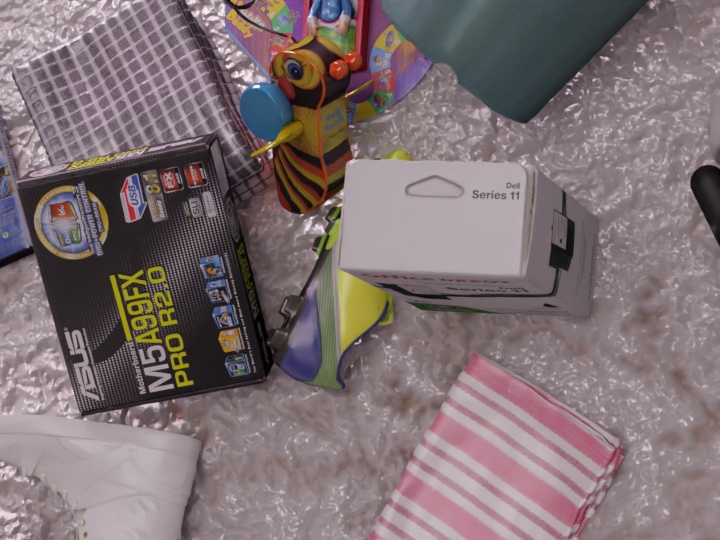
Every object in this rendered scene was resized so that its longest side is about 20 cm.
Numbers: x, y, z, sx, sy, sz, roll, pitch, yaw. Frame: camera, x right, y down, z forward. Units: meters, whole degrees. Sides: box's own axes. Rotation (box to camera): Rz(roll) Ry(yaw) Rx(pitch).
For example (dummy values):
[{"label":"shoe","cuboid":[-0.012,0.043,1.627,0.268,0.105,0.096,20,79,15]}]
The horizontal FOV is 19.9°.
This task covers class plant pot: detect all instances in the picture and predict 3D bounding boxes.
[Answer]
[{"label":"plant pot","cuboid":[0.131,-0.231,1.551,0.200,0.200,0.196,44,105,21]}]

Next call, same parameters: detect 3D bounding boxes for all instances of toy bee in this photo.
[{"label":"toy bee","cuboid":[-0.044,-0.134,1.590,0.108,0.200,0.131,7,53,42]}]

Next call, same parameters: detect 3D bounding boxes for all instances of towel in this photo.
[{"label":"towel","cuboid":[0.094,0.181,1.566,0.146,0.030,0.201,32,92,23]},{"label":"towel","cuboid":[-0.182,-0.122,1.693,0.165,0.086,0.201,-32,71,11]}]

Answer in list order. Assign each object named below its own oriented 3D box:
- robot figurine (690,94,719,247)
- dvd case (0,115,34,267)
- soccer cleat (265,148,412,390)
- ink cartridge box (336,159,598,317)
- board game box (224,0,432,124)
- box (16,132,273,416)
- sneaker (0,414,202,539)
[{"label":"robot figurine","cuboid":[0.331,-0.061,1.476,0.125,0.150,0.201,-38,69,33]},{"label":"dvd case","cuboid":[-0.368,-0.083,1.789,0.142,0.018,0.201,-22,74,16]},{"label":"soccer cleat","cuboid":[0.000,0.000,1.627,0.083,0.065,0.201,28,86,-7]},{"label":"ink cartridge box","cuboid":[0.082,-0.021,1.515,0.146,0.200,0.083,2,81,21]},{"label":"board game box","cuboid":[-0.028,-0.218,1.677,0.158,0.039,0.200,-44,69,8]},{"label":"box","cuboid":[-0.169,0.004,1.629,0.159,0.044,0.201,-10,105,9]},{"label":"sneaker","cuboid":[-0.233,0.181,1.662,0.199,0.074,0.116,5,79,20]}]
